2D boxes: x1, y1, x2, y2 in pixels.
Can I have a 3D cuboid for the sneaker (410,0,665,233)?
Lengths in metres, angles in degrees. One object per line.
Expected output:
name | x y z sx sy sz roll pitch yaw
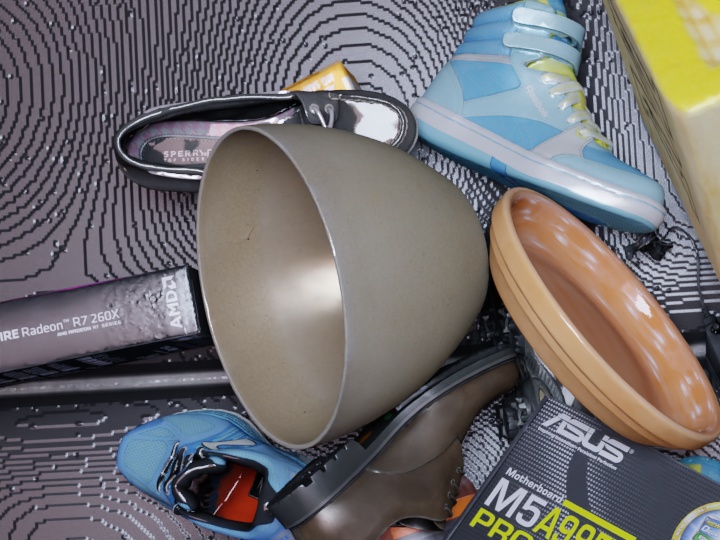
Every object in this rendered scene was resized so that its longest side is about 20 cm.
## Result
sneaker | 0.134 -0.112 1.486 0.200 0.080 0.131 27 86 29

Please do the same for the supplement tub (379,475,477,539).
supplement tub | 0.044 0.205 1.482 0.107 0.107 0.200 -20 83 4

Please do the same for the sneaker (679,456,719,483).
sneaker | 0.204 0.192 1.422 0.131 0.079 0.200 -48 40 8

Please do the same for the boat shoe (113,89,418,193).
boat shoe | -0.063 -0.083 1.464 0.199 0.057 0.067 -5 84 7

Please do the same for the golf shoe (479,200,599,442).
golf shoe | 0.133 0.045 1.510 0.094 0.078 0.200 -7 85 -15

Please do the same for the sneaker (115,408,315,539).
sneaker | -0.096 0.132 1.482 0.200 0.090 0.079 11 86 44

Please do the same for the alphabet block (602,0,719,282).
alphabet block | 0.268 -0.135 1.400 0.195 0.200 0.197 -24 50 4

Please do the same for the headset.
headset | 0.266 0.029 1.477 0.200 0.094 0.124 34 90 24

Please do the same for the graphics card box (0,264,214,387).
graphics card box | -0.195 0.042 1.510 0.200 0.125 0.051 -10 84 6

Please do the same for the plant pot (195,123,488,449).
plant pot | 0.000 0.000 1.402 0.134 0.200 0.201 -11 84 -28

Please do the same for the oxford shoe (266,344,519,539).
oxford shoe | 0.036 0.121 1.426 0.200 0.073 0.084 -39 92 -25

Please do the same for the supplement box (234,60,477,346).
supplement box | -0.021 -0.022 1.521 0.126 0.074 0.200 -27 84 4

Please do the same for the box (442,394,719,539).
box | 0.151 0.186 1.371 0.200 0.044 0.160 28 74 35

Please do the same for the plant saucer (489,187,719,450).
plant saucer | 0.146 0.035 1.401 0.037 0.200 0.200 -42 83 19
